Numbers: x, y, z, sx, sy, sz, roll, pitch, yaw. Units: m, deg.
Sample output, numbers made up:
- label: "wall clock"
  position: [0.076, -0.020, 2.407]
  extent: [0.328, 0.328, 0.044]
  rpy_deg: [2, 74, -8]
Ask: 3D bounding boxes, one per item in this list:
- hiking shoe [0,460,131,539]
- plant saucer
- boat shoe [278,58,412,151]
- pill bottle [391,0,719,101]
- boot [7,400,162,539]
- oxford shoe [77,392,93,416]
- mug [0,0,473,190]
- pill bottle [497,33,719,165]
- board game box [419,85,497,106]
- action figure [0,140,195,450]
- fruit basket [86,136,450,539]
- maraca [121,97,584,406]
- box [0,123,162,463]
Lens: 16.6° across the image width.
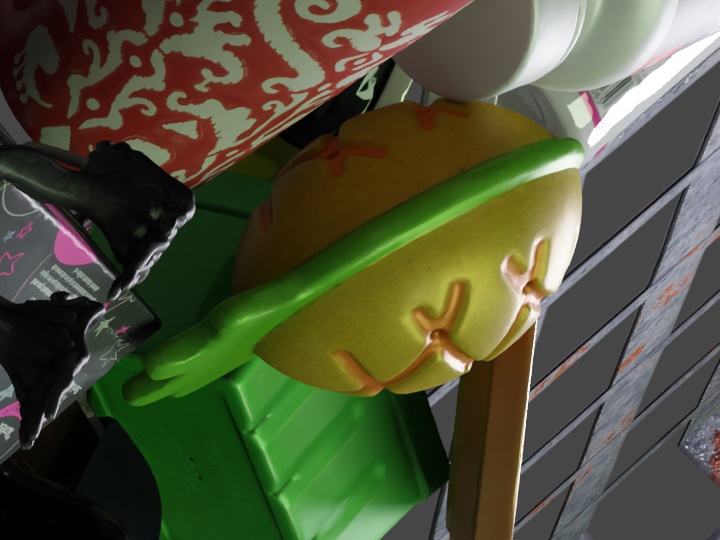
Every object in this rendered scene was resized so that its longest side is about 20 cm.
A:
- label: "hiking shoe"
  position: [-0.118, 0.139, 0.972]
  extent: [0.101, 0.200, 0.076]
  rpy_deg: [-18, -147, 51]
- label: "plant saucer"
  position: [0.062, 0.040, 1.108]
  extent: [0.200, 0.032, 0.201]
  rpy_deg: [6, 90, -87]
- label: "boat shoe"
  position: [0.006, -0.143, 1.048]
  extent: [0.200, 0.066, 0.075]
  rpy_deg: [-66, -162, 9]
- label: "pill bottle"
  position: [0.097, -0.138, 0.978]
  extent: [0.200, 0.120, 0.120]
  rpy_deg: [-27, 157, -40]
- label: "boot"
  position: [-0.169, 0.050, 1.014]
  extent: [0.097, 0.200, 0.075]
  rpy_deg: [-11, -151, 31]
- label: "oxford shoe"
  position: [-0.203, 0.074, 1.114]
  extent: [0.200, 0.058, 0.075]
  rpy_deg: [-29, 168, 0]
- label: "mug"
  position: [-0.050, -0.129, 0.845]
  extent: [0.200, 0.178, 0.134]
  rpy_deg: [-35, -166, 47]
- label: "pill bottle"
  position: [0.147, -0.155, 1.292]
  extent: [0.200, 0.113, 0.113]
  rpy_deg: [-40, 164, -14]
- label: "board game box"
  position: [0.045, -0.081, 1.131]
  extent: [0.126, 0.034, 0.201]
  rpy_deg: [86, 13, -85]
- label: "action figure"
  position: [-0.145, -0.045, 0.658]
  extent: [0.119, 0.200, 0.102]
  rpy_deg: [-52, -169, 14]
- label: "fruit basket"
  position: [-0.038, 0.013, 1.119]
  extent: [0.216, 0.155, 0.216]
  rpy_deg: [-37, 133, -53]
- label: "maraca"
  position: [0.000, 0.000, 0.943]
  extent: [0.200, 0.107, 0.137]
  rpy_deg: [-27, 169, -21]
- label: "box"
  position: [-0.169, -0.014, 0.825]
  extent: [0.115, 0.132, 0.200]
  rpy_deg: [-40, 164, -3]
